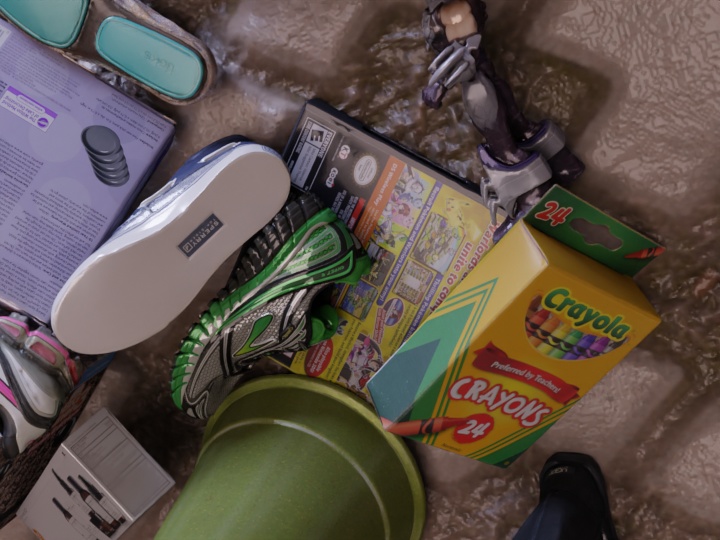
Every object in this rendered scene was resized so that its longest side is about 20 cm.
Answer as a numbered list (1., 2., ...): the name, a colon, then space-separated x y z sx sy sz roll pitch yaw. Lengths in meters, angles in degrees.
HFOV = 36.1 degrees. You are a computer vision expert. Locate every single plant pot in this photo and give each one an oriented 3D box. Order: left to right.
1. plant pot: -0.074 0.210 0.821 0.199 0.190 0.201 9 116 19

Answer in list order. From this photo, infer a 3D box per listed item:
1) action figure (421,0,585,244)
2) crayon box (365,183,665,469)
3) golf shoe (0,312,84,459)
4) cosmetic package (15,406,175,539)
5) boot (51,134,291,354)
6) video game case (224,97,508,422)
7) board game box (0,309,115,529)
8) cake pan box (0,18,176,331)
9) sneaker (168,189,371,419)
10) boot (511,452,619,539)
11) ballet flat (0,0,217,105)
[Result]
1. action figure: 0.075 -0.124 0.730 0.069 0.130 0.200 -24 108 23
2. crayon box: 0.114 0.046 0.763 0.127 0.051 0.200 22 119 -35
3. golf shoe: -0.299 0.053 0.766 0.199 0.092 0.073 28 148 0
4. cosmetic package: -0.222 0.187 0.904 0.083 0.051 0.200 47 143 3
5. boot: -0.140 -0.021 0.805 0.200 0.090 0.073 -38 114 -7
6. video game case: 0.000 0.000 0.840 0.180 0.025 0.201 29 111 9
7. board game box: -0.315 0.134 0.908 0.097 0.159 0.200 36 113 5
8. cake pan box: -0.267 -0.080 0.815 0.199 0.052 0.185 30 70 -7
9. sneaker: -0.071 0.042 0.818 0.085 0.078 0.200 41 112 3
10. boot: 0.144 0.239 0.764 0.065 0.200 0.165 -18 99 22
11. ballet flat: -0.193 -0.185 0.824 0.200 0.067 0.068 34 109 -2
